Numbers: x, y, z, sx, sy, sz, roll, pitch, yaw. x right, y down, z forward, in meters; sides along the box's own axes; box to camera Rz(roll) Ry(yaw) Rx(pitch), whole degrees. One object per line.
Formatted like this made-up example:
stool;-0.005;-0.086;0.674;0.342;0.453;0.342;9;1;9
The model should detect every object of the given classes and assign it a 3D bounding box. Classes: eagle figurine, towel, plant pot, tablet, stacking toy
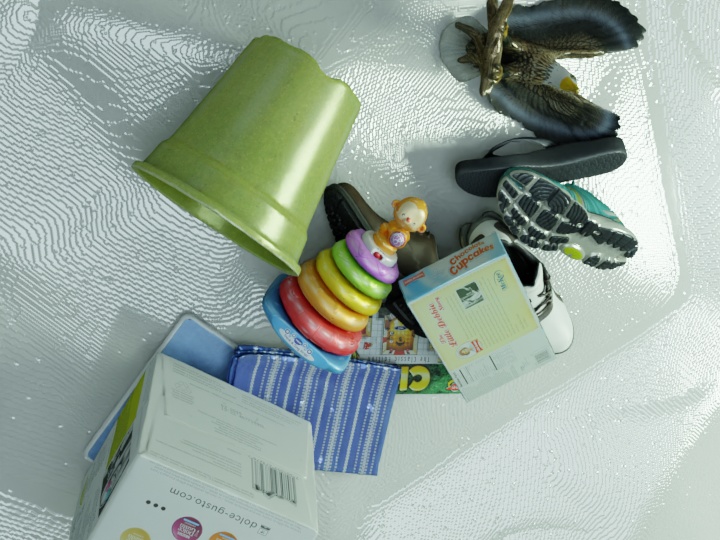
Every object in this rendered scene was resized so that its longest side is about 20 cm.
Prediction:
eagle figurine;0.198;-0.220;1.342;0.198;0.153;0.151;1;151;-43
towel;-0.060;0.161;1.401;0.197;0.024;0.147;7;110;-15
plant pot;-0.099;-0.126;1.262;0.199;0.200;0.186;34;84;-19
tablet;-0.202;0.160;1.393;0.130;0.014;0.201;36;94;-19
stacking toy;0.000;0.000;1.300;0.116;0.110;0.200;42;110;-7

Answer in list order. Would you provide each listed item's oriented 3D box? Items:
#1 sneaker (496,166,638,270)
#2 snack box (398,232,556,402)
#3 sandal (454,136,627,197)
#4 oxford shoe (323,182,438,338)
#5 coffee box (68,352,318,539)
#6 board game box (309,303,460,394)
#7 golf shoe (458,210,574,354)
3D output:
sneaker;0.222;-0.064;1.386;0.199;0.080;0.078;25;124;-33
snack box;0.129;0.055;1.343;0.115;0.037;0.201;-26;136;6
sandal;0.196;-0.122;1.388;0.197;0.076;0.043;-9;69;-11
oxford shoe;0.034;-0.026;1.378;0.084;0.072;0.201;-47;108;-24
coffee box;-0.176;0.247;1.296;0.198;0.201;0.199;27;110;-16
board game box;0.040;0.090;1.426;0.197;0.023;0.106;0;106;-13
golf shoe;0.184;0.028;1.405;0.078;0.095;0.200;-41;111;-1
